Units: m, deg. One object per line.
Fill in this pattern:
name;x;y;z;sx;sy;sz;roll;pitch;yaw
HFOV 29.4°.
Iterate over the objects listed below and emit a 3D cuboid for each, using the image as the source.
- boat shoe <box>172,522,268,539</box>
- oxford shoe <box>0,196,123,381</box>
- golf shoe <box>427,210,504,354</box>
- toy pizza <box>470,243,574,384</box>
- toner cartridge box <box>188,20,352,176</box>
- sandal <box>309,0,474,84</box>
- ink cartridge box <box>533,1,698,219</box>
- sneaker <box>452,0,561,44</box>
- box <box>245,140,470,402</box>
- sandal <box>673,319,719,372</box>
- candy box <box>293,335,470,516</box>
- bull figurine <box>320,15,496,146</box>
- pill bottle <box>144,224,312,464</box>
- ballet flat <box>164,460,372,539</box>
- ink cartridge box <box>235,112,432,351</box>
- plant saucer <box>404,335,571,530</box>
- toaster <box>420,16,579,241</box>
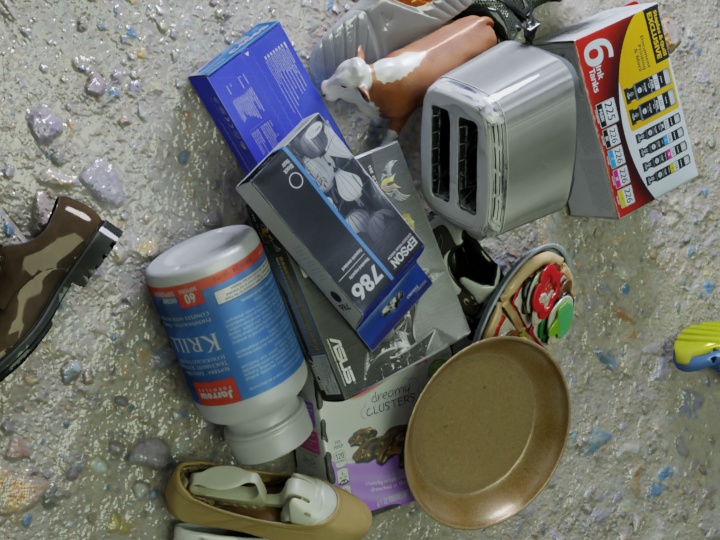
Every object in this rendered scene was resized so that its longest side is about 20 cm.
boat shoe;-0.087;0.263;1.319;0.198;0.073;0.068;-3;99;-32
oxford shoe;-0.295;0.023;1.173;0.084;0.073;0.201;38;72;-13
golf shoe;0.110;0.036;1.414;0.077;0.094;0.202;-36;114;-26
toy pizza;0.176;0.069;1.443;0.200;0.031;0.202;-38;140;-40
toner cartridge box;-0.072;-0.125;1.308;0.095;0.043;0.201;-40;115;-24
sandal;0.029;-0.262;1.355;0.206;0.059;0.080;-35;119;-2
ink cartridge box;0.295;-0.184;1.516;0.174;0.083;0.202;-27;108;-28
sneaker;0.170;-0.284;1.432;0.197;0.076;0.116;-2;98;-30
box;0.000;0.000;1.291;0.157;0.048;0.202;-24;96;-29
sandal;0.459;0.100;1.658;0.198;0.079;0.088;-10;104;-30
candy box;0.014;0.132;1.373;0.166;0.071;0.203;-15;103;-30
bull figurine;0.051;-0.182;1.338;0.198;0.122;0.065;-26;64;-23
pill bottle;-0.113;0.071;1.261;0.112;0.112;0.202;-29;109;-27
ballet flat;-0.084;0.214;1.273;0.197;0.063;0.069;6;49;-4
ink cartridge box;-0.013;-0.033;1.239;0.200;0.039;0.100;50;63;-15
plant saucer;0.121;0.158;1.368;0.198;0.035;0.203;-9;108;-28
toaster;0.132;-0.128;1.311;0.128;0.113;0.202;-29;133;-36
